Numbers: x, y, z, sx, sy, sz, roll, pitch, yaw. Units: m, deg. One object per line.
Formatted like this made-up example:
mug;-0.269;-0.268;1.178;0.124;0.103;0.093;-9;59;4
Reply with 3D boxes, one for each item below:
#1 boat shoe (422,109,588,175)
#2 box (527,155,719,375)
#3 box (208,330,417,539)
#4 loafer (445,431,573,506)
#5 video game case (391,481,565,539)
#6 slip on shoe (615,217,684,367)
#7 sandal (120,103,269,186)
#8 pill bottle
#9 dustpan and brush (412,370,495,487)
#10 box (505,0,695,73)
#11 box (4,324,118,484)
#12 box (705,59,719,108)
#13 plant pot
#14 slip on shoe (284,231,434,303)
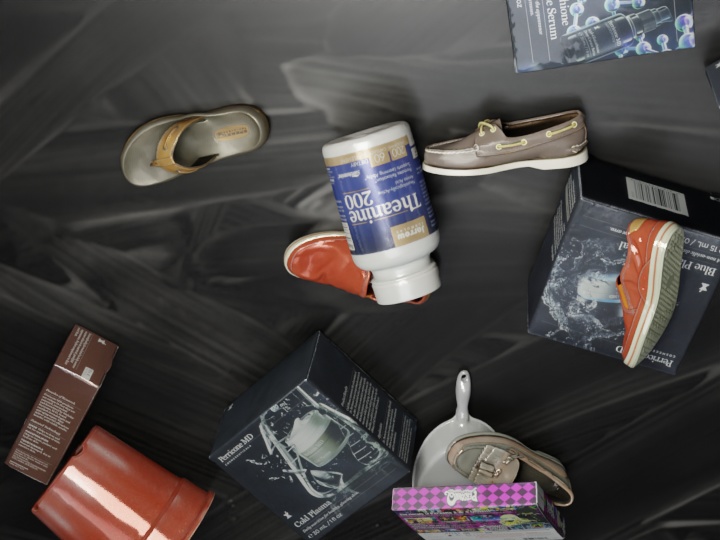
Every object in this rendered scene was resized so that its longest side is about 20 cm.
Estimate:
boat shoe;0.169;-0.151;1.571;0.197;0.072;0.060;-4;114;5
box;0.323;-0.006;1.607;0.194;0.118;0.202;16;122;-2
box;-0.061;0.226;1.790;0.196;0.124;0.200;43;116;-15
loafer;0.206;0.269;1.776;0.198;0.063;0.072;19;111;-30
video game case;0.162;0.330;1.794;0.197;0.036;0.181;-6;154;20
slip on shoe;0.325;0.024;1.526;0.061;0.074;0.202;26;134;31
sandal;-0.207;-0.149;1.627;0.197;0.055;0.083;-10;118;13
pill bottle;0.031;-0.067;1.582;0.110;0.111;0.203;-14;100;15
dustpan and brush;0.140;0.229;1.811;0.137;0.058;0.202;-3;127;-5
box;0.255;-0.314;1.442;0.197;0.107;0.150;-7;118;11
box;-0.411;0.185;1.822;0.074;0.101;0.201;29;119;-10
box;0.522;-0.180;1.472;0.196;0.118;0.200;-32;111;22
plant pot;-0.339;0.333;1.857;0.195;0.201;0.201;39;118;-6
slip on shoe;0.000;0.000;1.676;0.197;0.061;0.075;11;123;2
